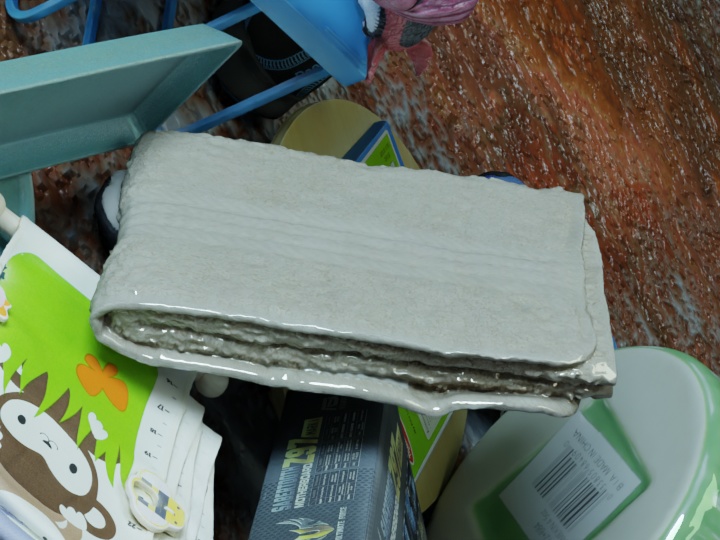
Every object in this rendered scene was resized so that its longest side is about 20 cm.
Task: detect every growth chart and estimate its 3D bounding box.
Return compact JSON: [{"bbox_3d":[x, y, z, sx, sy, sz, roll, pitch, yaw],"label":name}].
[{"bbox_3d":[-0.094,0.064,0.733,0.144,0.018,0.201,36,29,-31],"label":"growth chart"}]

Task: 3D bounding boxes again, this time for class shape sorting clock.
[{"bbox_3d":[0.001,0.019,0.994,0.200,0.039,0.202,40,44,-54],"label":"shape sorting clock"}]

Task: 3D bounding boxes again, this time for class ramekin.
[{"bbox_3d":[0.119,0.131,0.971,0.098,0.199,0.201,44,39,-25],"label":"ramekin"}]

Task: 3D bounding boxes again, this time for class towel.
[{"bbox_3d":[0.000,0.000,0.817,0.133,0.198,0.035,-87,-172,-57],"label":"towel"}]

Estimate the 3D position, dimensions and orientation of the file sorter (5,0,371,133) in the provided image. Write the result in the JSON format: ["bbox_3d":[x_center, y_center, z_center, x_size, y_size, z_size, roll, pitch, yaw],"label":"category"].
[{"bbox_3d":[-0.096,-0.168,0.870,0.200,0.122,0.140,40,43,-39],"label":"file sorter"}]

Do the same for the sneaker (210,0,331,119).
[{"bbox_3d":[-0.020,-0.166,1.028,0.073,0.081,0.202,34,45,-41],"label":"sneaker"}]

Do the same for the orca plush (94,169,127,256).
[{"bbox_3d":[-0.016,0.013,0.887,0.198,0.071,0.106,5,45,-10],"label":"orca plush"}]

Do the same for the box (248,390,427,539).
[{"bbox_3d":[0.001,0.146,0.820,0.200,0.050,0.159,-81,160,-73],"label":"box"}]

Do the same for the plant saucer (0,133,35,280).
[{"bbox_3d":[-0.184,-0.046,0.758,0.200,0.027,0.202,33,47,-44],"label":"plant saucer"}]

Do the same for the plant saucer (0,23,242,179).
[{"bbox_3d":[-0.121,-0.059,0.777,0.019,0.070,0.200,53,30,7],"label":"plant saucer"}]

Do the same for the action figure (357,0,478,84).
[{"bbox_3d":[0.031,-0.160,0.806,0.134,0.148,0.202,-49,147,-46],"label":"action figure"}]

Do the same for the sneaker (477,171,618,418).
[{"bbox_3d":[0.095,0.021,1.076,0.201,0.078,0.090,66,15,-51],"label":"sneaker"}]
